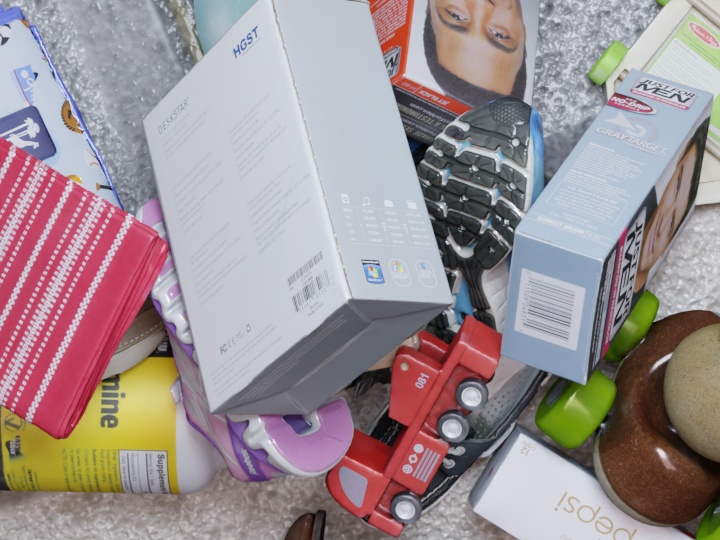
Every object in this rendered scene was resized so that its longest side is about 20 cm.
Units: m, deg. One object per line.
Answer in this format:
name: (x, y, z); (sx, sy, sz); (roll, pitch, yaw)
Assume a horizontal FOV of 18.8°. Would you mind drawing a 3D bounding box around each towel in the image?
towel: (-0.225, -0.005, 1.325); (0.200, 0.022, 0.145); (31, 101, 16)

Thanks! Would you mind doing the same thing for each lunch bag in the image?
lunch bag: (-0.272, -0.057, 1.420); (0.200, 0.124, 0.170); (-26, 94, 1)

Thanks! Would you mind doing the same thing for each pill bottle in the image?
pill bottle: (-0.155, 0.091, 1.439); (0.199, 0.112, 0.113); (1, 92, 0)

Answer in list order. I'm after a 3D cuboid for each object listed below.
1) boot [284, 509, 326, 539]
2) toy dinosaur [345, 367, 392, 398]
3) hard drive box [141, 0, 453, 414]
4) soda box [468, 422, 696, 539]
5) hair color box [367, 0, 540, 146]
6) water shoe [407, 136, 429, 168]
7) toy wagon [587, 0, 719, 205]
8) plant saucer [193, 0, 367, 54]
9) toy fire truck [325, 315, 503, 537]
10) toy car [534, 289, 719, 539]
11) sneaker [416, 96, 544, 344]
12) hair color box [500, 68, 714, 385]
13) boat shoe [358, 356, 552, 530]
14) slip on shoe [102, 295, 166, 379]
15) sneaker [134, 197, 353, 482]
boot: (-0.138, 0.217, 1.471); (0.200, 0.064, 0.187); (21, 94, 4)
toy dinosaur: (0.000, 0.000, 1.422); (0.199, 0.102, 0.136); (2, 112, -2)
hard drive box: (-0.042, -0.037, 1.271); (0.077, 0.156, 0.200); (2, 63, -37)
soda box: (0.172, 0.183, 1.462); (0.200, 0.068, 0.064); (32, 92, -1)
hair color box: (0.061, -0.178, 1.391); (0.101, 0.061, 0.200); (22, 60, -28)
water shoe: (0.022, -0.103, 1.423); (0.071, 0.200, 0.079); (-41, 49, 29)
toy wagon: (0.257, -0.139, 1.464); (0.155, 0.040, 0.200); (39, 91, -2)
plant saucer: (-0.014, -0.184, 1.464); (0.200, 0.039, 0.202); (0, 92, 1)
toy fire truck: (0.011, 0.055, 1.360); (0.141, 0.049, 0.200); (28, 112, -1)
toy car: (0.238, 0.067, 1.375); (0.164, 0.200, 0.158); (36, 53, -6)
sneaker: (0.087, -0.038, 1.372); (0.078, 0.200, 0.090); (31, 53, 22)
hair color box: (0.156, -0.031, 1.363); (0.061, 0.200, 0.099); (19, 131, 18)
boat shoe: (0.063, 0.094, 1.463); (0.076, 0.060, 0.200); (37, 92, -1)
slip on shoe: (-0.136, 0.003, 1.409); (0.200, 0.076, 0.061); (-31, 133, -34)
sneaker: (-0.090, 0.050, 1.351); (0.080, 0.088, 0.200); (-26, 82, -38)
